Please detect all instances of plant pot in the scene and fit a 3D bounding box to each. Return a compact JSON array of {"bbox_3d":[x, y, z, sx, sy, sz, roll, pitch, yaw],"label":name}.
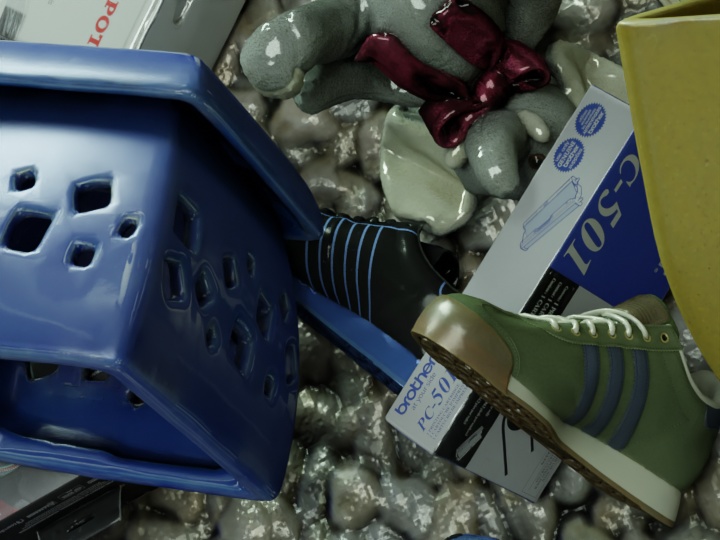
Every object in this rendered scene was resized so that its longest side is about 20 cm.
[{"bbox_3d":[-0.139,-0.005,1.172,0.200,0.200,0.180,6,70,25],"label":"plant pot"},{"bbox_3d":[0.245,-0.031,1.072,0.194,0.195,0.200,-1,101,24],"label":"plant pot"}]

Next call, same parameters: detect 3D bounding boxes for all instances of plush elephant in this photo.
[{"bbox_3d":[0.058,-0.097,1.205,0.165,0.200,0.155,-30,89,18],"label":"plush elephant"}]

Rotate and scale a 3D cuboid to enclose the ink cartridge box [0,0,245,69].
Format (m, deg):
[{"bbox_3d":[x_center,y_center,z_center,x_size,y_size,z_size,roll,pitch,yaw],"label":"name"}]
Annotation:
[{"bbox_3d":[-0.166,-0.193,1.371,0.200,0.085,0.146,26,90,31],"label":"ink cartridge box"}]

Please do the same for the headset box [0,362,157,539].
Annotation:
[{"bbox_3d":[-0.185,0.066,1.320,0.149,0.075,0.200,-29,66,16],"label":"headset box"}]

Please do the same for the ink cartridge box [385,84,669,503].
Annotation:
[{"bbox_3d":[0.103,0.014,1.177,0.044,0.094,0.200,34,93,44],"label":"ink cartridge box"}]

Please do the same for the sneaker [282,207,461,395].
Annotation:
[{"bbox_3d":[0.000,0.000,1.256,0.200,0.070,0.078,39,82,28],"label":"sneaker"}]

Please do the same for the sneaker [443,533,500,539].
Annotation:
[{"bbox_3d":[0.034,0.227,1.181,0.089,0.079,0.200,21,79,36],"label":"sneaker"}]

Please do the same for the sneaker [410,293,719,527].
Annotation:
[{"bbox_3d":[0.111,0.044,1.122,0.090,0.200,0.067,-56,37,-6],"label":"sneaker"}]

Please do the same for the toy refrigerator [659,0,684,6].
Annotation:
[{"bbox_3d":[0.134,-0.221,1.165,0.076,0.200,0.070,-37,26,13],"label":"toy refrigerator"}]
